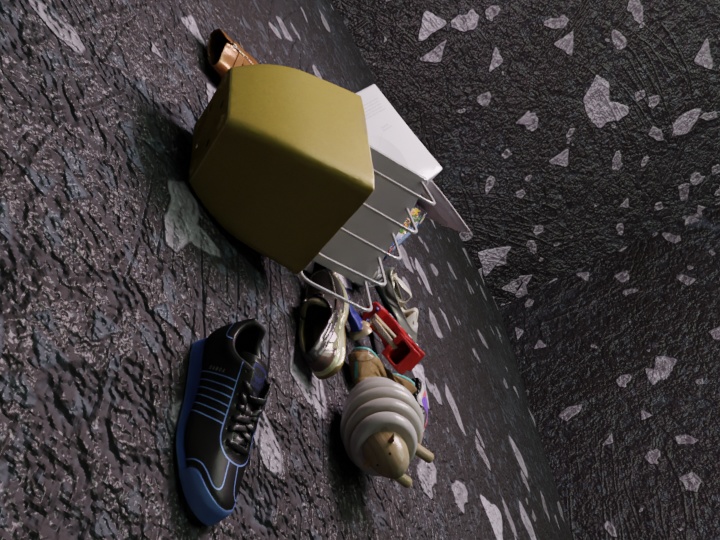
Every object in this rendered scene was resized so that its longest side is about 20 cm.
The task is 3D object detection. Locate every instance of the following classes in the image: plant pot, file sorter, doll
[{"bbox_3d":[-0.120,-0.156,0.853,0.196,0.194,0.200,23,42,-30],"label":"plant pot"},{"bbox_3d":[0.004,-0.063,0.940,0.136,0.203,0.125,25,20,-16],"label":"file sorter"},{"bbox_3d":[-0.040,0.016,1.099,0.136,0.047,0.205,-125,-167,-82],"label":"doll"}]

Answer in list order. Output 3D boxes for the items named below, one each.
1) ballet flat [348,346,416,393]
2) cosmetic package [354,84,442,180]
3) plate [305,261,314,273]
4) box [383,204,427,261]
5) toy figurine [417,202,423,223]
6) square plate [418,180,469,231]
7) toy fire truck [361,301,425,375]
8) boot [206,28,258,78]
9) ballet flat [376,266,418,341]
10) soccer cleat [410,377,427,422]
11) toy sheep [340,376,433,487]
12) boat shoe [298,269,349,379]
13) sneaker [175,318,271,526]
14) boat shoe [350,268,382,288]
[{"bbox_3d":[0.038,0.202,1.089,0.200,0.066,0.074,46,43,-49],"label":"ballet flat"},{"bbox_3d":[0.002,-0.186,1.112,0.202,0.123,0.198,52,50,2],"label":"cosmetic package"},{"bbox_3d":[-0.137,-0.119,1.038,0.200,0.032,0.204,42,27,-56],"label":"plate"},{"bbox_3d":[0.014,-0.127,1.206,0.199,0.038,0.136,40,52,11],"label":"box"},{"bbox_3d":[0.052,-0.081,1.326,0.200,0.180,0.154,39,29,-58],"label":"toy figurine"},{"bbox_3d":[0.116,-0.162,1.295,0.200,0.029,0.198,45,-3,-32],"label":"square plate"},{"bbox_3d":[0.054,0.120,1.161,0.200,0.049,0.141,48,4,40],"label":"toy fire truck"},{"bbox_3d":[-0.187,-0.304,1.066,0.155,0.075,0.205,42,27,-54],"label":"boot"},{"bbox_3d":[0.097,0.087,1.441,0.204,0.062,0.067,63,16,-8],"label":"ballet flat"},{"bbox_3d":[0.099,0.278,1.165,0.201,0.066,0.075,-75,144,-69],"label":"soccer cleat"},{"bbox_3d":[0.032,0.224,0.911,0.140,0.136,0.201,58,3,-21],"label":"toy sheep"},{"bbox_3d":[-0.058,0.064,0.944,0.065,0.072,0.203,55,17,-39],"label":"boat shoe"},{"bbox_3d":[-0.125,0.133,0.608,0.070,0.076,0.204,48,23,-44],"label":"sneaker"},{"bbox_3d":[0.001,-0.001,1.209,0.066,0.073,0.202,63,6,24],"label":"boat shoe"}]
